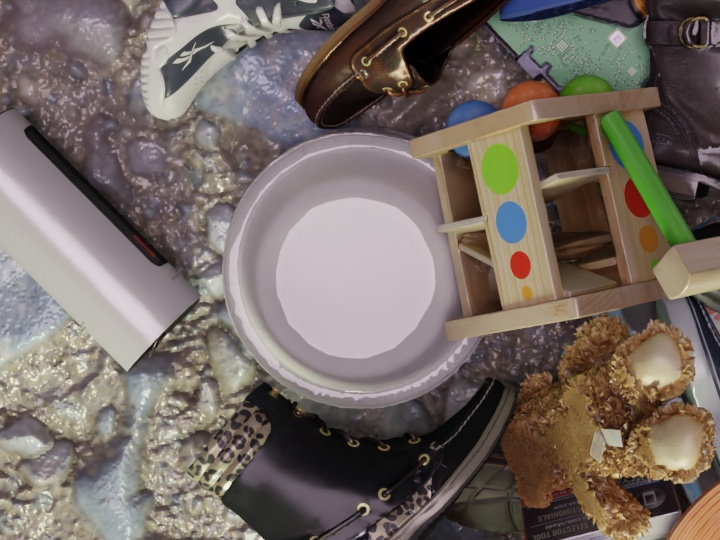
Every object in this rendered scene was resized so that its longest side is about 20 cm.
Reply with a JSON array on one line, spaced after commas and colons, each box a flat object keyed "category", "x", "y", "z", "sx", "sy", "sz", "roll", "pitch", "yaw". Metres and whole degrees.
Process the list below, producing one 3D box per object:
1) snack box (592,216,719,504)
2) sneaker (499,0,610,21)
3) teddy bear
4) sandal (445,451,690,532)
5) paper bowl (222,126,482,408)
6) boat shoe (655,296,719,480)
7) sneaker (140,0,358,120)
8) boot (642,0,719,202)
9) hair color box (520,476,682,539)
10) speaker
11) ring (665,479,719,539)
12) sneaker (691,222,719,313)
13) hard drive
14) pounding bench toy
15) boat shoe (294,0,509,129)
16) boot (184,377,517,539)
[{"category": "snack box", "x": 0.255, "y": 0.075, "z": 1.190, "sx": 0.116, "sy": 0.037, "sz": 0.201, "roll": -28, "pitch": 93, "yaw": 8}, {"category": "sneaker", "x": 0.172, "y": -0.220, "z": 1.082, "sx": 0.199, "sy": 0.070, "sz": 0.078, "roll": -9, "pitch": 91, "yaw": 32}, {"category": "teddy bear", "x": 0.169, "y": 0.101, "z": 1.087, "sx": 0.067, "sy": 0.200, "sz": 0.145, "roll": -14, "pitch": 64, "yaw": -29}, {"category": "sandal", "x": 0.149, "y": 0.165, "z": 1.204, "sx": 0.199, "sy": 0.055, "sz": 0.082, "roll": 10, "pitch": 117, "yaw": 2}, {"category": "paper bowl", "x": 0.000, "y": 0.000, "z": 1.177, "sx": 0.200, "sy": 0.104, "sz": 0.202, "roll": 1, "pitch": 99, "yaw": 5}, {"category": "boat shoe", "x": 0.277, "y": 0.092, "z": 1.141, "sx": 0.091, "sy": 0.071, "sz": 0.201, "roll": -24, "pitch": 99, "yaw": 1}, {"category": "sneaker", "x": -0.065, "y": -0.179, "z": 1.171, "sx": 0.129, "sy": 0.079, "sz": 0.200, "roll": 28, "pitch": 90, "yaw": 11}, {"category": "boot", "x": 0.271, "y": -0.129, "z": 1.106, "sx": 0.199, "sy": 0.069, "sz": 0.175, "roll": 9, "pitch": 99, "yaw": 12}, {"category": "hair color box", "x": 0.193, "y": 0.245, "z": 1.177, "sx": 0.110, "sy": 0.064, "sz": 0.201, "roll": -15, "pitch": 117, "yaw": 8}, {"category": "speaker", "x": -0.212, "y": -0.021, "z": 1.208, "sx": 0.200, "sy": 0.081, "sz": 0.081, "roll": 45, "pitch": 100, "yaw": 0}, {"category": "ring", "x": 0.290, "y": 0.206, "z": 1.126, "sx": 0.199, "sy": 0.019, "sz": 0.201, "roll": -5, "pitch": 114, "yaw": -11}, {"category": "sneaker", "x": 0.312, "y": -0.012, "z": 1.123, "sx": 0.199, "sy": 0.082, "sz": 0.074, "roll": 1, "pitch": 63, "yaw": -16}, {"category": "hard drive", "x": 0.192, "y": -0.206, "z": 1.161, "sx": 0.140, "sy": 0.038, "sz": 0.200, "roll": 45, "pitch": 99, "yaw": -1}, {"category": "pounding bench toy", "x": 0.149, "y": -0.051, "z": 1.072, "sx": 0.200, "sy": 0.124, "sz": 0.157, "roll": -13, "pitch": 87, "yaw": 51}, {"category": "boat shoe", "x": 0.029, "y": -0.157, "z": 1.136, "sx": 0.200, "sy": 0.070, "sz": 0.070, "roll": -45, "pitch": 71, "yaw": 38}, {"category": "boot", "x": -0.004, "y": 0.117, "z": 1.120, "sx": 0.154, "sy": 0.073, "sz": 0.204, "roll": 41, "pitch": 75, "yaw": 4}]
